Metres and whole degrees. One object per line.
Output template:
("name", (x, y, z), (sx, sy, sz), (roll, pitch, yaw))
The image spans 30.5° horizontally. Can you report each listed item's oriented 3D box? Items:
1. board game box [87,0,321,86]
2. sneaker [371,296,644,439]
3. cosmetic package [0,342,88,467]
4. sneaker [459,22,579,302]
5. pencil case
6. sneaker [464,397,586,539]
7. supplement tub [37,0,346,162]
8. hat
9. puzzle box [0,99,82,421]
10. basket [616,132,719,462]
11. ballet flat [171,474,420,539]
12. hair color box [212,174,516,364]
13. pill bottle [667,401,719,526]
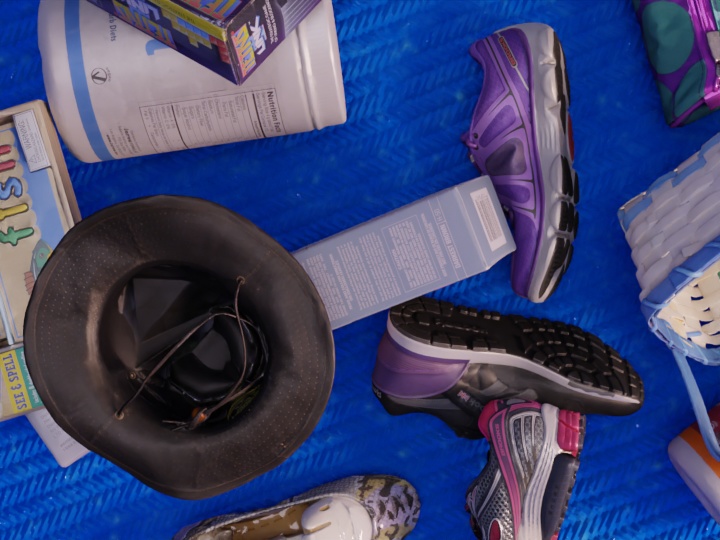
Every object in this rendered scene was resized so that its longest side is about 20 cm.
("board game box", (-0.105, -0.231, 0.873), (0.199, 0.057, 0.166), (32, 68, 24))
("sneaker", (0.106, 0.084, 0.972), (0.198, 0.076, 0.088), (14, 119, -5))
("cosmetic package", (-0.232, 0.034, 0.955), (0.071, 0.101, 0.201), (-34, 89, 3))
("sneaker", (0.115, -0.077, 0.967), (0.082, 0.081, 0.203), (-5, 84, 19))
("pencil case", (0.230, -0.209, 0.942), (0.084, 0.092, 0.202), (-17, 89, 2))
("sneaker", (0.106, 0.185, 0.949), (0.074, 0.081, 0.202), (14, 106, 10))
("supplement tub", (-0.115, -0.153, 0.935), (0.197, 0.132, 0.134), (-9, 90, 2))
("hat", (-0.113, 0.042, 0.865), (0.198, 0.081, 0.203), (0, 101, 0))
("puzzle box", (-0.248, -0.001, 0.893), (0.132, 0.025, 0.202), (-17, 91, 3))
("basket", (0.275, 0.008, 0.881), (0.176, 0.138, 0.202), (-37, 46, 27))
("ballet flat", (-0.051, 0.202, 0.968), (0.198, 0.072, 0.073), (-16, 90, 2))
("hair color box", (0.000, 0.000, 0.921), (0.198, 0.099, 0.061), (-21, 91, 20))
("pill bottle", (0.326, 0.107, 0.933), (0.199, 0.110, 0.110), (-39, 89, 2))
